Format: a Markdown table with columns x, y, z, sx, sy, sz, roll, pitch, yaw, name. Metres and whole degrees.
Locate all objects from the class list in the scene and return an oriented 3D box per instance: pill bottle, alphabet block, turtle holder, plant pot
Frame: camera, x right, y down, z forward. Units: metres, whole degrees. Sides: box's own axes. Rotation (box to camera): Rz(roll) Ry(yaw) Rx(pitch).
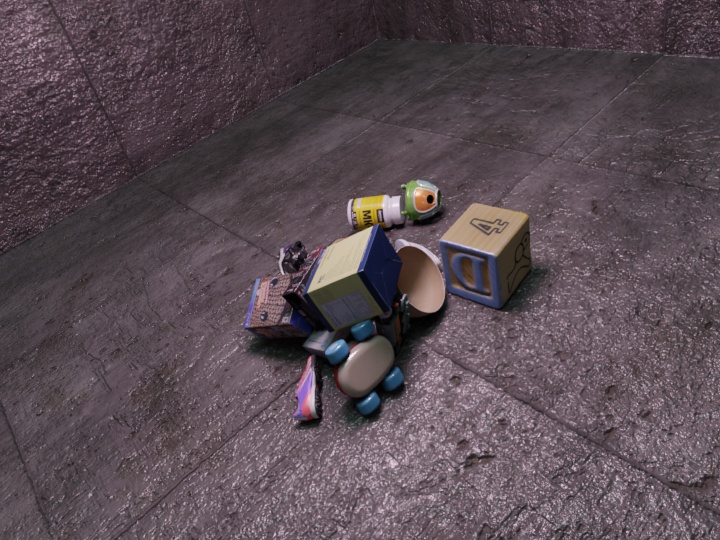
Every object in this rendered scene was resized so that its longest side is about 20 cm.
| x | y | z | sx | sy | sz | roll | pitch | yaw | name |
| --- | --- | --- | --- | --- | --- | --- | --- | --- | --- |
| 0.058 | -0.211 | 2.024 | 0.192 | 0.117 | 0.116 | -5 | 37 | 18 | pill bottle |
| 0.364 | -0.046 | 1.612 | 0.192 | 0.200 | 0.199 | 20 | 48 | 38 | alphabet block |
| 0.226 | -0.244 | 1.998 | 0.127 | 0.185 | 0.146 | -1 | 70 | 21 | turtle holder |
| 0.130 | 0.051 | 1.615 | 0.133 | 0.200 | 0.203 | -34 | 18 | 43 | plant pot |

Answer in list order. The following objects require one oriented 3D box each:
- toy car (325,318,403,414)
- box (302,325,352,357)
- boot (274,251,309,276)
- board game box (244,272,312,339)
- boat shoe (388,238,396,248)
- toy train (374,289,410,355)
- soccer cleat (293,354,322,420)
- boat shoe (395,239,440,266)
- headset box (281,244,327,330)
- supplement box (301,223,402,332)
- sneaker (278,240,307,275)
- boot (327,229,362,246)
| x | y | z | sx | sy | sz | roll | pitch | yaw | name |
| --- | --- | --- | --- | --- | --- | --- | --- | --- | --- |
| -0.018 | 0.245 | 1.457 | 0.175 | 0.188 | 0.198 | -37 | 11 | -26 | toy car |
| -0.068 | 0.150 | 1.581 | 0.203 | 0.041 | 0.154 | -56 | 22 | -18 | box |
| -0.257 | -0.006 | 1.936 | 0.201 | 0.075 | 0.152 | -37 | 35 | -24 | boot |
| -0.232 | 0.107 | 1.661 | 0.195 | 0.096 | 0.165 | -9 | 60 | 37 | board game box |
| 0.027 | -0.040 | 1.841 | 0.196 | 0.062 | 0.072 | -25 | 11 | -6 | boat shoe |
| 0.082 | 0.138 | 1.496 | 0.082 | 0.203 | 0.116 | 15 | 55 | 19 | toy train |
| -0.141 | 0.307 | 1.479 | 0.071 | 0.070 | 0.203 | -16 | 38 | 8 | soccer cleat |
| 0.184 | -0.048 | 1.808 | 0.063 | 0.076 | 0.200 | -15 | 35 | -26 | boat shoe |
| -0.109 | 0.041 | 1.589 | 0.076 | 0.149 | 0.203 | -15 | 35 | 51 | headset box |
| -0.017 | 0.020 | 1.446 | 0.195 | 0.136 | 0.203 | -22 | 28 | 29 | supplement box |
| -0.212 | -0.032 | 1.795 | 0.086 | 0.076 | 0.203 | -31 | 34 | 11 | sneaker |
| -0.025 | -0.060 | 1.904 | 0.198 | 0.079 | 0.137 | -37 | 45 | -23 | boot |
